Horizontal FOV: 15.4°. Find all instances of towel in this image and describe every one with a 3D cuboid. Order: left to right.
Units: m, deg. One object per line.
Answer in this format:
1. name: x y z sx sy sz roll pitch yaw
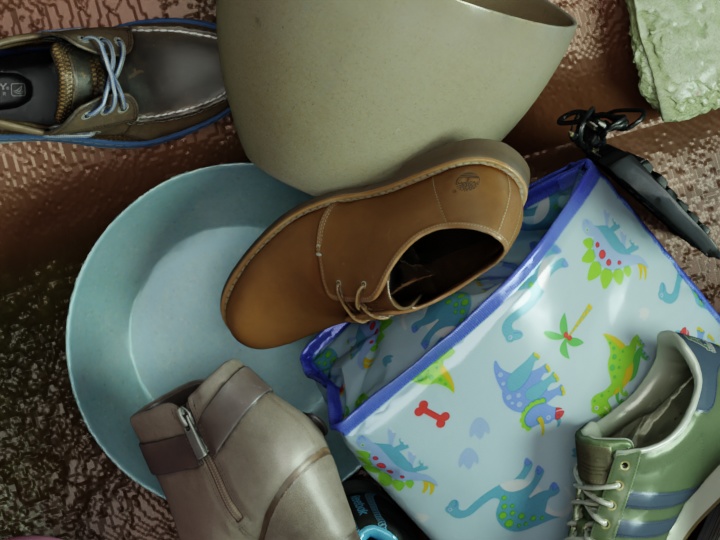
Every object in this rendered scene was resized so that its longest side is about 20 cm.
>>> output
1. towel: 0.215 -0.195 1.542 0.148 0.036 0.201 -12 89 -4

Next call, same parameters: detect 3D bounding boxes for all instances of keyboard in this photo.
1. keyboard: 0.159 -0.057 1.454 0.104 0.200 0.040 41 93 -3

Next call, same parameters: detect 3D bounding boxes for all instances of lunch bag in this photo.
1. lunch bag: 0.096 0.057 1.465 0.200 0.127 0.170 -39 117 6

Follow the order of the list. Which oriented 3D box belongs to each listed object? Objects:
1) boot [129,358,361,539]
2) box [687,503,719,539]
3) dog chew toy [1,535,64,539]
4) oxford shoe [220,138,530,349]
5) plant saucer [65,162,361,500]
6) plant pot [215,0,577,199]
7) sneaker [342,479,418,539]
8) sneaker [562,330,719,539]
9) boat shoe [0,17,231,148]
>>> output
1. boot: -0.079 0.136 1.467 0.200 0.070 0.146 -36 89 40
2. box: 0.298 0.153 1.448 0.200 0.166 0.164 34 47 -2
3. dog chew toy: -0.180 0.209 1.435 0.124 0.200 0.125 0 89 -3
4. oxford shoe: 0.000 0.000 1.414 0.200 0.071 0.071 -29 126 32
5. plant saucer: -0.068 0.037 1.516 0.200 0.039 0.202 -1 97 -7
6. plant pot: 0.003 -0.109 1.462 0.200 0.200 0.135 20 103 -2
7. sneaker: 0.022 0.219 1.497 0.073 0.082 0.200 -24 101 -8
8. sneaker: 0.134 0.118 1.404 0.200 0.067 0.090 -51 122 -8
9. boat shoe: -0.158 -0.102 1.504 0.199 0.072 0.072 -9 90 -3
